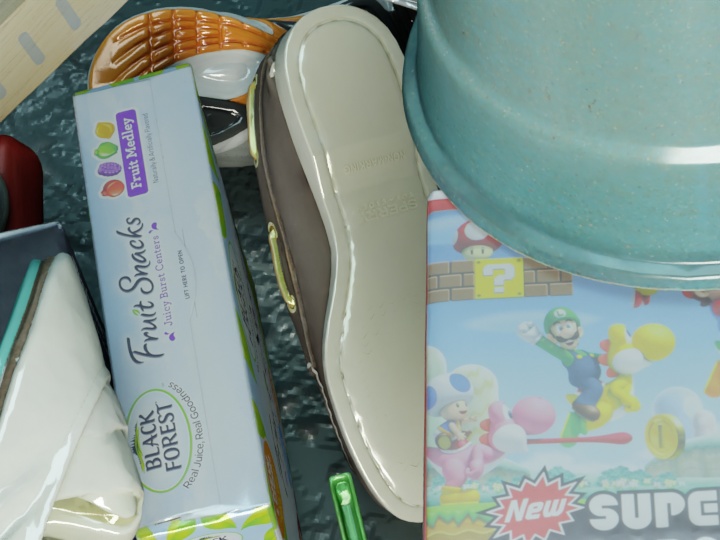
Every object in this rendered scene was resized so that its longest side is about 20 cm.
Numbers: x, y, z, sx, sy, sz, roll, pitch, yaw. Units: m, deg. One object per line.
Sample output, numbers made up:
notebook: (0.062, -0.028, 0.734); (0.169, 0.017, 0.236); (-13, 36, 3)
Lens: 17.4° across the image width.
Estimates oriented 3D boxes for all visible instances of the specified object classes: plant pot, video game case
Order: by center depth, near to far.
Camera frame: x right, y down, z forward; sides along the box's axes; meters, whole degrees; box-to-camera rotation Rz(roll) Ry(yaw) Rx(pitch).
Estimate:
video game case: (0.090, 0.055, 0.714); (0.142, 0.018, 0.201); (-4, 54, 7)
plant pot: (0.100, -0.132, 0.720); (0.198, 0.197, 0.201); (-5, 50, 5)

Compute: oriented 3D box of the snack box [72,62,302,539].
snack box: (-0.060, 0.045, 0.885); (0.053, 0.143, 0.201); (-13, 54, 1)

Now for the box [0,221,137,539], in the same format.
box: (-0.125, 0.110, 0.847); (0.103, 0.148, 0.201); (-15, 54, 0)

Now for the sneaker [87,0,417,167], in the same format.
sneaker: (-0.022, -0.078, 1.012); (0.198, 0.092, 0.076); (2, 85, -14)

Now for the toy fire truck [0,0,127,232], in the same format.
toy fire truck: (-0.164, -0.046, 0.920); (0.198, 0.176, 0.130); (-9, 72, 20)

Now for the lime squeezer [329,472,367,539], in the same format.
lime squeezer: (0.015, 0.157, 0.825); (0.037, 0.071, 0.200); (-2, 31, -4)

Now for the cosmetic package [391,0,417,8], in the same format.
cosmetic package: (0.071, -0.169, 0.973); (0.103, 0.088, 0.200); (16, 25, 6)

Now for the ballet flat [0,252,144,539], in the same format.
ballet flat: (-0.103, 0.091, 0.734); (0.069, 0.070, 0.201); (7, 60, 16)

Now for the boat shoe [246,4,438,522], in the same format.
boat shoe: (0.000, 0.000, 0.927); (0.071, 0.059, 0.202); (-12, 86, -26)
